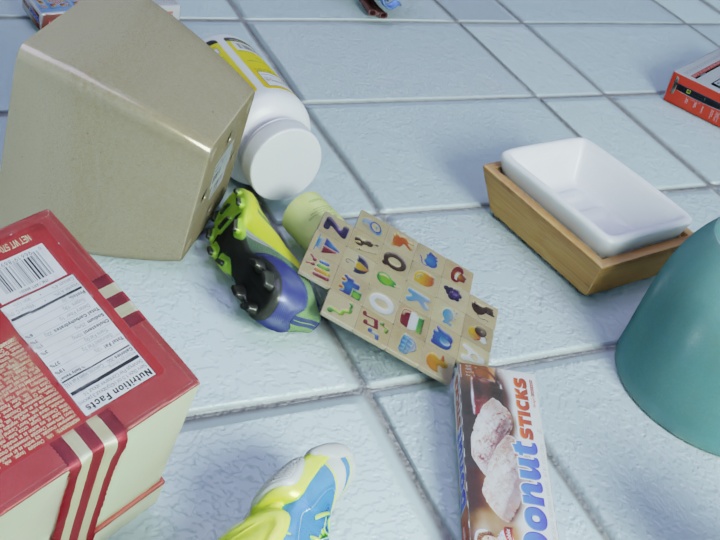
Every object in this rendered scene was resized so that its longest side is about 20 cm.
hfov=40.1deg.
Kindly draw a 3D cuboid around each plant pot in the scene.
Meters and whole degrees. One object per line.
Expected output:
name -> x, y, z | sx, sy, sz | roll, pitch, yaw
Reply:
plant pot -> -0.214, -0.125, 0.947 | 0.174, 0.202, 0.201 | 24, 35, -1
plant pot -> 0.355, 0.046, 0.911 | 0.196, 0.163, 0.202 | 8, 36, -6

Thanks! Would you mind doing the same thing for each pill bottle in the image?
pill bottle -> -0.124, -0.167, 1.086 | 0.111, 0.114, 0.201 | -10, 41, -29

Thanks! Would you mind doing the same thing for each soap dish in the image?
soap dish -> 0.248, -0.062, 1.092 | 0.155, 0.082, 0.200 | -13, 43, -32

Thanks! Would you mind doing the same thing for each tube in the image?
tube -> 0.000, 0.000, 0.959 | 0.058, 0.052, 0.200 | -39, 60, -7

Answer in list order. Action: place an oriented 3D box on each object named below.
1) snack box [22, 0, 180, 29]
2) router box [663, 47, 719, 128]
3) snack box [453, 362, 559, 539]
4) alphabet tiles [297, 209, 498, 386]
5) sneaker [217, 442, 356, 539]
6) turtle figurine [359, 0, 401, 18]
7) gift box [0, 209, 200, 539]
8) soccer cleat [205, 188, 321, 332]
snack box -> -0.348, -0.358, 1.336 | 0.197, 0.025, 0.072 | -14, 45, -33
router box -> 0.588, -0.268, 1.511 | 0.178, 0.050, 0.199 | 35, 41, 27
snack box -> 0.114, 0.157, 0.790 | 0.070, 0.025, 0.202 | 10, 40, -6
alphabet tiles -> 0.039, 0.021, 0.925 | 0.198, 0.006, 0.168 | 29, 37, -7
sneaker -> -0.050, 0.203, 0.655 | 0.105, 0.076, 0.199 | 41, 50, 16
turtle figurine -> 0.028, -0.512, 1.556 | 0.142, 0.202, 0.194 | -28, 14, 6
gift box -> -0.230, 0.089, 0.634 | 0.183, 0.188, 0.200 | -26, 66, -40
soccer cleat -> -0.092, -0.008, 0.942 | 0.083, 0.065, 0.201 | 27, 20, -35
